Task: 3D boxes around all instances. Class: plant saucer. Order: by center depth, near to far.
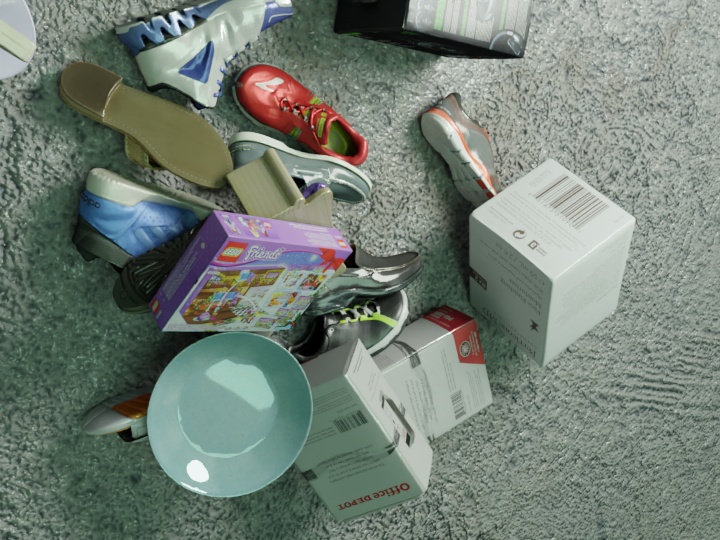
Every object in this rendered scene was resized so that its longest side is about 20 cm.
[{"bbox_3d":[-0.156,0.168,0.996,0.196,0.039,0.206,-4,103,-17],"label":"plant saucer"}]

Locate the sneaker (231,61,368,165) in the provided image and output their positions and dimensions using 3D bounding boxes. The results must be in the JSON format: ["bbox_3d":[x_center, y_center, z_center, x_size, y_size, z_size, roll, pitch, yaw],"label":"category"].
[{"bbox_3d":[-0.065,-0.192,1.029,0.198,0.084,0.078,27,87,-34],"label":"sneaker"}]

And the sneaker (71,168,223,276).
[{"bbox_3d":[-0.237,-0.037,0.972,0.197,0.076,0.113,14,102,-41],"label":"sneaker"}]

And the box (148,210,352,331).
[{"bbox_3d":[-0.115,0.007,0.911,0.198,0.039,0.137,5,131,-53],"label":"box"}]

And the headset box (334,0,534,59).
[{"bbox_3d":[0.083,-0.327,1.032,0.196,0.173,0.095,3,101,-33],"label":"headset box"}]

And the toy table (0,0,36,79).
[{"bbox_3d":[-0.397,-0.261,0.788,0.197,0.117,0.187,20,92,-33],"label":"toy table"}]

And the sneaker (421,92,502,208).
[{"bbox_3d":[0.167,-0.167,1.188,0.082,0.076,0.201,-49,123,-19],"label":"sneaker"}]

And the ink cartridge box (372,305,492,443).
[{"bbox_3d":[0.080,0.164,1.204,0.197,0.082,0.150,-26,116,-23],"label":"ink cartridge box"}]

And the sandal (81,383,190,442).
[{"bbox_3d":[-0.235,0.172,1.024,0.204,0.079,0.061,-20,110,-28],"label":"sandal"}]

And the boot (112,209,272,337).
[{"bbox_3d":[-0.186,0.043,0.989,0.180,0.073,0.202,-31,149,-19],"label":"boot"}]

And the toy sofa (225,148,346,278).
[{"bbox_3d":[-0.084,-0.051,0.993,0.096,0.083,0.201,-28,152,-10],"label":"toy sofa"}]

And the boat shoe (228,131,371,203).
[{"bbox_3d":[-0.076,-0.110,1.042,0.197,0.073,0.063,17,63,-27],"label":"boat shoe"}]

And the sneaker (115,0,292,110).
[{"bbox_3d":[-0.171,-0.251,0.959,0.196,0.080,0.117,-22,117,-18],"label":"sneaker"}]

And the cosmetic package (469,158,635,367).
[{"bbox_3d":[0.266,-0.010,1.195,0.164,0.165,0.202,-33,143,-20],"label":"cosmetic package"}]

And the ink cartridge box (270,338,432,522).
[{"bbox_3d":[-0.016,0.211,1.084,0.145,0.083,0.202,-24,110,24],"label":"ink cartridge box"}]

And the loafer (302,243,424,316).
[{"bbox_3d":[0.000,0.000,1.130,0.197,0.072,0.074,-18,107,-28],"label":"loafer"}]

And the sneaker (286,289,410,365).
[{"bbox_3d":[-0.020,0.082,1.124,0.199,0.072,0.083,-39,123,-8],"label":"sneaker"}]

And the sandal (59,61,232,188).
[{"bbox_3d":[-0.243,-0.154,0.947,0.209,0.069,0.079,31,63,-13],"label":"sandal"}]
